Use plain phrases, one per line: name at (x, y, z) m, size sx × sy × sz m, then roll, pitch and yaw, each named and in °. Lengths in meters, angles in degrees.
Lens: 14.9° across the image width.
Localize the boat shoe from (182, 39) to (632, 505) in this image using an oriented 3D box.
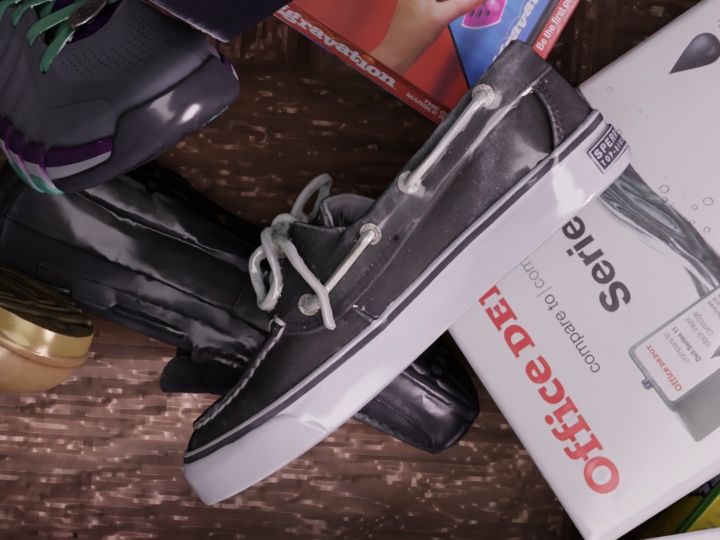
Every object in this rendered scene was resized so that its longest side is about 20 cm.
boat shoe at (-0.001, 0.001, 0.947) m, size 0.068 × 0.074 × 0.199 m, roll 47°, pitch 116°, yaw -2°

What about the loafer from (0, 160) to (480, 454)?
loafer at (-0.050, 0.017, 1.036) m, size 0.200 × 0.068 × 0.070 m, roll 29°, pitch 105°, yaw -1°

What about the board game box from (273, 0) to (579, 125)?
board game box at (0.050, -0.150, 0.990) m, size 0.103 × 0.019 × 0.200 m, roll 33°, pitch 69°, yaw -6°

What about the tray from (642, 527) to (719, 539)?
tray at (0.112, 0.141, 1.034) m, size 0.200 × 0.022 × 0.108 m, roll -14°, pitch 115°, yaw 31°

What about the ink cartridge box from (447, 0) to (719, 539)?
ink cartridge box at (0.129, -0.011, 1.003) m, size 0.200 × 0.083 × 0.147 m, roll -35°, pitch 82°, yaw 9°

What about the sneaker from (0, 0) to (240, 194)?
sneaker at (-0.110, -0.082, 0.946) m, size 0.074 × 0.200 × 0.088 m, roll -35°, pitch 109°, yaw -18°

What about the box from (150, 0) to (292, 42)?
box at (-0.018, -0.205, 0.863) m, size 0.200 × 0.104 × 0.182 m, roll -32°, pitch 80°, yaw 9°

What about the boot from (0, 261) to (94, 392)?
boot at (-0.188, 0.083, 1.013) m, size 0.066 × 0.175 × 0.200 m, roll 12°, pitch 99°, yaw -49°

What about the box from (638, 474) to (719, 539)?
box at (0.187, 0.104, 1.065) m, size 0.117 × 0.048 × 0.200 m, roll 40°, pitch 97°, yaw -6°
